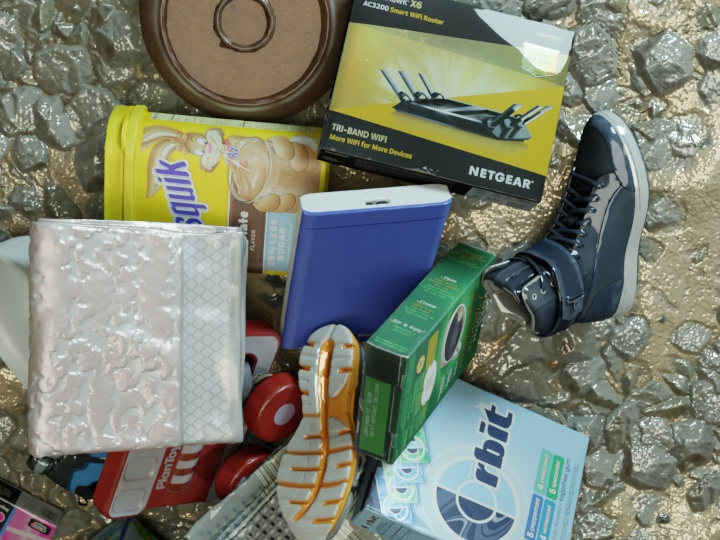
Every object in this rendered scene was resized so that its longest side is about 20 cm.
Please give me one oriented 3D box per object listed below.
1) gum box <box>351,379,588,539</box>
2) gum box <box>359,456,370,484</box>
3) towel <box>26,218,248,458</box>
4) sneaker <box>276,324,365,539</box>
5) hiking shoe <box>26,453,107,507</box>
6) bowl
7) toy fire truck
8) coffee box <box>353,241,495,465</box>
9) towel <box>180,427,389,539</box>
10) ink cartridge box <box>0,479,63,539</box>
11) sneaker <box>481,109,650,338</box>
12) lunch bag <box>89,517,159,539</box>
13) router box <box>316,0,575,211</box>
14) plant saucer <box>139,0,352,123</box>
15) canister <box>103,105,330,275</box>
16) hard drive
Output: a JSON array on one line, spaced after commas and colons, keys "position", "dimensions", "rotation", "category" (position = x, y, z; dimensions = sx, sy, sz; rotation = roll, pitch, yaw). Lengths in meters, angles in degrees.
[{"position": [0.108, 0.199, 1.256], "dimensions": [0.199, 0.170, 0.045], "rotation": [24, 144, -8], "category": "gum box"}, {"position": [0.030, 0.285, 1.304], "dimensions": [0.169, 0.045, 0.201], "rotation": [-7, 74, 4], "category": "gum box"}, {"position": [-0.191, 0.057, 1.137], "dimensions": [0.190, 0.032, 0.201], "rotation": [0, 92, -21], "category": "towel"}, {"position": [-0.019, 0.154, 1.202], "dimensions": [0.078, 0.201, 0.077], "rotation": [-2, 157, 31], "category": "sneaker"}, {"position": [-0.240, 0.153, 1.314], "dimensions": [0.200, 0.075, 0.087], "rotation": [-38, 112, 25], "category": "hiking shoe"}, {"position": [-0.277, 0.041, 1.234], "dimensions": [0.090, 0.201, 0.202], "rotation": [-39, 110, -31], "category": "bowl"}, {"position": [-0.153, 0.140, 1.234], "dimensions": [0.167, 0.112, 0.201], "rotation": [0, 120, -46], "category": "toy fire truck"}, {"position": [0.059, 0.071, 1.190], "dimensions": [0.044, 0.200, 0.123], "rotation": [20, 126, 19], "category": "coffee box"}, {"position": [-0.059, 0.277, 1.234], "dimensions": [0.192, 0.035, 0.200], "rotation": [-43, 102, -7], "category": "towel"}, {"position": [-0.400, 0.315, 1.394], "dimensions": [0.094, 0.037, 0.200], "rotation": [29, 111, -8], "category": "ink cartridge box"}, {"position": [0.183, -0.036, 1.189], "dimensions": [0.146, 0.077, 0.203], "rotation": [-14, 113, -27], "category": "sneaker"}, {"position": [-0.285, 0.357, 1.337], "dimensions": [0.200, 0.161, 0.082], "rotation": [-42, 103, 15], "category": "lunch bag"}, {"position": [0.075, -0.153, 1.153], "dimensions": [0.199, 0.052, 0.158], "rotation": [13, 82, -4], "category": "router box"}, {"position": [-0.103, -0.226, 1.181], "dimensions": [0.199, 0.035, 0.201], "rotation": [1, 111, 3], "category": "plant saucer"}, {"position": [-0.130, -0.070, 1.212], "dimensions": [0.199, 0.087, 0.149], "rotation": [5, 113, -1], "category": "canister"}, {"position": [0.000, 0.000, 1.194], "dimensions": [0.131, 0.025, 0.200], "rotation": [-6, 144, -14], "category": "hard drive"}]
